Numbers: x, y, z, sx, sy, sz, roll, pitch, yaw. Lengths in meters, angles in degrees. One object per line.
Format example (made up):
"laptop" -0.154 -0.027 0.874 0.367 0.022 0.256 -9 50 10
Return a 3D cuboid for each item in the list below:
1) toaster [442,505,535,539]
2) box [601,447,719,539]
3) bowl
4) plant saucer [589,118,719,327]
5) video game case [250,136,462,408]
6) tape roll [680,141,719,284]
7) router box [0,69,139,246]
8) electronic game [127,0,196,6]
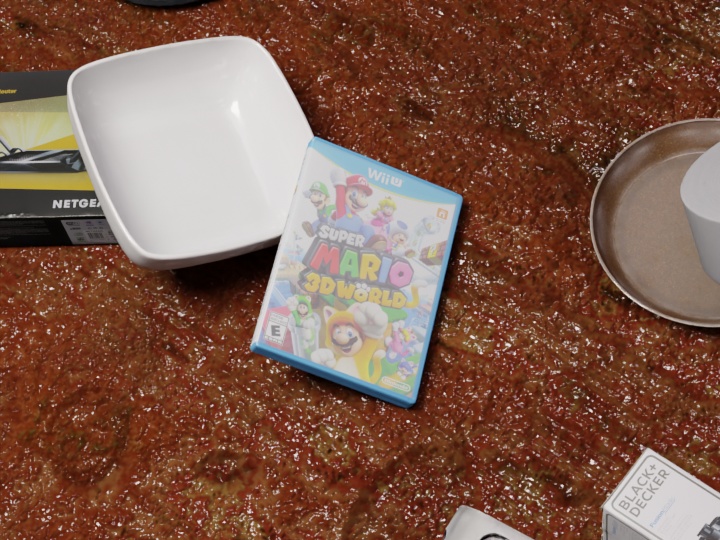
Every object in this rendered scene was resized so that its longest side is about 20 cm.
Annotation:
"toaster" 0.102 0.295 1.288 0.200 0.119 0.181 27 69 20
"box" 0.273 0.224 1.305 0.200 0.117 0.060 32 70 23
"bowl" -0.142 -0.091 1.530 0.200 0.075 0.200 -15 68 -26
"plant saucer" 0.292 -0.036 1.496 0.200 0.032 0.200 -4 60 6
"video game case" 0.000 0.000 1.487 0.143 0.018 0.200 21 63 -13
"tape roll" 0.353 -0.059 1.386 0.200 0.066 0.200 -18 24 8
"router box" -0.290 -0.101 1.600 0.200 0.052 0.157 -2 61 7
"electronic game" -0.179 -0.337 1.724 0.200 0.042 0.200 -4 61 6
